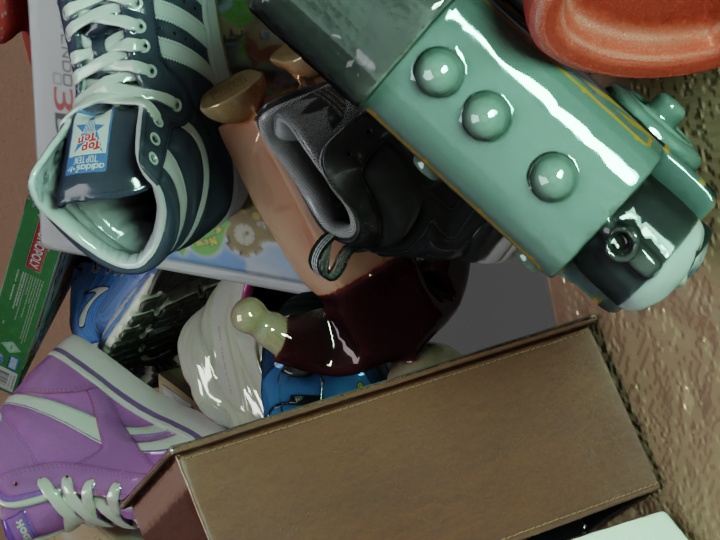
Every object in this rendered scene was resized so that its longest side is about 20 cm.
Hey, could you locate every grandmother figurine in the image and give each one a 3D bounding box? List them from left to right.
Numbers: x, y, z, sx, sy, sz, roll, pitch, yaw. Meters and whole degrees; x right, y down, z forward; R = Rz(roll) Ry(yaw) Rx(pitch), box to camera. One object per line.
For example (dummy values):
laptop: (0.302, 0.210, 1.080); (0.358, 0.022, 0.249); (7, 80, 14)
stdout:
grandmother figurine: (0.000, 0.000, 0.948); (0.201, 0.121, 0.061); (60, -176, -16)

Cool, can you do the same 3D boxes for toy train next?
toy train: (0.045, -0.062, 0.766); (0.200, 0.114, 0.085); (44, 104, 0)

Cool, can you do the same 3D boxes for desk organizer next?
desk organizer: (0.015, 0.089, 0.861); (0.077, 0.199, 0.072); (67, 151, 14)

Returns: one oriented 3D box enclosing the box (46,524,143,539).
box: (-0.108, 0.176, 1.216); (0.200, 0.077, 0.096); (26, 124, 57)

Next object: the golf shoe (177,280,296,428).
golf shoe: (-0.025, 0.076, 1.075); (0.201, 0.075, 0.092); (56, 136, 27)

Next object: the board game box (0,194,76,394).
board game box: (-0.174, -0.031, 1.269); (0.200, 0.029, 0.135); (118, 176, -54)

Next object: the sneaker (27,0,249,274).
sneaker: (-0.109, -0.096, 0.933); (0.070, 0.109, 0.201); (-9, 110, 26)

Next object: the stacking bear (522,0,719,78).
stacking bear: (0.073, -0.180, 0.734); (0.201, 0.113, 0.122); (69, 153, 24)

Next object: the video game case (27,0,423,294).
video game case: (-0.062, -0.080, 0.997); (0.199, 0.022, 0.183); (10, 117, 18)

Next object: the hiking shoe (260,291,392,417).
hiking shoe: (-0.015, 0.111, 0.989); (0.087, 0.074, 0.202); (-13, -84, -72)

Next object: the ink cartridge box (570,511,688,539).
ink cartridge box: (0.109, 0.217, 0.816); (0.200, 0.124, 0.129); (52, 144, 40)

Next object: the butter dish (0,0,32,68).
butter dish: (-0.125, -0.145, 1.083); (0.199, 0.147, 0.202); (24, 122, 57)

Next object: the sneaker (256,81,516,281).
sneaker: (0.021, -0.087, 0.862); (0.075, 0.113, 0.201); (37, 133, 51)

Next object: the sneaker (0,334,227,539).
sneaker: (-0.127, 0.124, 1.153); (0.200, 0.114, 0.073); (26, 149, 36)

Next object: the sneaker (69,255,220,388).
sneaker: (-0.135, 0.012, 1.251); (0.200, 0.078, 0.090); (-42, 67, 60)

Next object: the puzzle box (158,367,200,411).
puzzle box: (-0.059, 0.148, 1.223); (0.200, 0.025, 0.134); (29, 128, 56)
